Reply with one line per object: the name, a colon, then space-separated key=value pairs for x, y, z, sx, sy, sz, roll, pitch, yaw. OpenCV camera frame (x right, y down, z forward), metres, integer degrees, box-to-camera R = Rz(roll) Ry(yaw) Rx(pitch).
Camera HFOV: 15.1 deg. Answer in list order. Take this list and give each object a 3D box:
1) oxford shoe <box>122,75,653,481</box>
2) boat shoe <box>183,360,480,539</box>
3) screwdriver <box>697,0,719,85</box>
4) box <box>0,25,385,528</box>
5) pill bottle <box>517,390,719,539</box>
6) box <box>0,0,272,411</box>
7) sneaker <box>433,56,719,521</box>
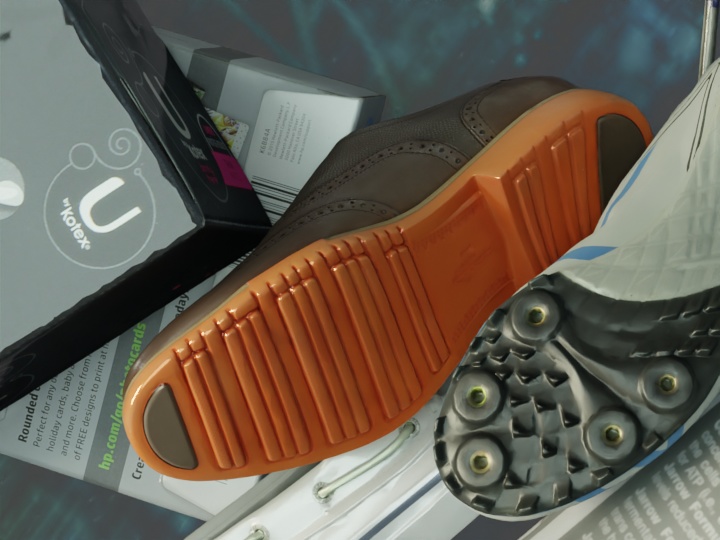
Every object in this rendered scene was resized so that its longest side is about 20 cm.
oxford shoe: x=0.000 y=0.000 z=0.868 sx=0.073 sy=0.200 sz=0.071 roll=29 pitch=141 yaw=48
boat shoe: x=0.005 y=0.061 z=0.888 sx=0.200 sy=0.074 sz=0.067 roll=-45 pitch=94 yaw=-6
screwdriver: x=0.112 y=-0.074 z=0.900 sx=0.029 sy=0.028 sz=0.200 roll=17 pitch=103 yaw=42
box: x=-0.107 y=-0.014 z=0.946 sx=0.200 sy=0.041 sz=0.156 roll=16 pitch=98 yaw=11
pill bottle: x=0.137 y=0.085 z=0.856 sx=0.200 sy=0.114 sz=0.114 roll=-42 pitch=84 yaw=13
box: x=-0.144 y=-0.003 z=0.863 sx=0.200 sy=0.122 sz=0.106 roll=-33 pitch=86 yaw=8
sneaker: x=0.099 y=0.004 z=0.851 sx=0.072 sy=0.073 sz=0.200 roll=38 pitch=75 yaw=15
